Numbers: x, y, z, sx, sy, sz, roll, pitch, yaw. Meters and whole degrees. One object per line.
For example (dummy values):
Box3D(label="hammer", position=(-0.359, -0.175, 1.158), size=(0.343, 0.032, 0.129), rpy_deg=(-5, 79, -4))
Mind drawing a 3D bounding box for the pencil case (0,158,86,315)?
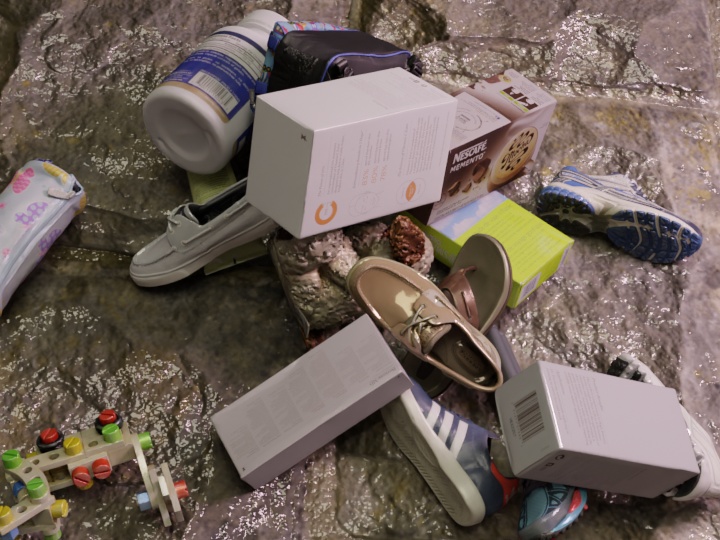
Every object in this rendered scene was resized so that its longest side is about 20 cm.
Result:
Box3D(label="pencil case", position=(-0.392, -0.033, 1.673), size=(0.091, 0.083, 0.200), rpy_deg=(10, 51, 30))

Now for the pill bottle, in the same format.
Box3D(label="pill bottle", position=(-0.154, -0.217, 1.748), size=(0.120, 0.120, 0.200), rpy_deg=(27, 52, 15))

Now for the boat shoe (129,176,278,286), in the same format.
Box3D(label="boat shoe", position=(-0.181, -0.048, 1.669), size=(0.200, 0.069, 0.072), rpy_deg=(-22, 37, 15))

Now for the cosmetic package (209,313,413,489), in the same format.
Box3D(label="cosmetic package", position=(-0.051, 0.138, 1.549), size=(0.200, 0.051, 0.083), rpy_deg=(-33, 58, 3))

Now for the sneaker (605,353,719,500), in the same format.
Box3D(label="sneaker", position=(0.328, 0.172, 1.597), size=(0.081, 0.075, 0.200), rpy_deg=(14, 34, -37))

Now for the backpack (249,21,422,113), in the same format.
Box3D(label="backpack", position=(-0.042, -0.171, 1.694), size=(0.134, 0.200, 0.183), rpy_deg=(29, 25, 29))

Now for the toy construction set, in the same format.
Box3D(label="toy construction set", position=(-0.276, 0.212, 1.495), size=(0.200, 0.092, 0.131), rpy_deg=(-4, 29, -17))

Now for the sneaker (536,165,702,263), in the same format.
Box3D(label="sneaker", position=(0.318, -0.079, 1.773), size=(0.200, 0.077, 0.085), rpy_deg=(21, 50, 10))

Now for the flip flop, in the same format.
Box3D(label="flip flop", position=(0.099, 0.048, 1.626), size=(0.081, 0.058, 0.200), rpy_deg=(27, 82, 35))

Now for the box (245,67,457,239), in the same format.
Box3D(label="box", position=(-0.009, -0.127, 1.558), size=(0.200, 0.125, 0.097), rpy_deg=(-17, 38, -38))

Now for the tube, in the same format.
Box3D(label="tube", position=(-0.171, -0.087, 1.757), size=(0.052, 0.058, 0.200), rpy_deg=(10, 47, -39))

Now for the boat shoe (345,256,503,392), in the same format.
Box3D(label="boat shoe", position=(0.071, 0.058, 1.560), size=(0.200, 0.065, 0.072), rpy_deg=(40, 95, -11))

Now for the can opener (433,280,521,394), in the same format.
Box3D(label="can opener", position=(0.138, 0.089, 1.655), size=(0.066, 0.053, 0.200), rpy_deg=(-35, 55, 13))

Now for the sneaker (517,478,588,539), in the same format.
Box3D(label="sneaker", position=(0.180, 0.197, 1.517), size=(0.096, 0.079, 0.200), rpy_deg=(43, 36, -16))

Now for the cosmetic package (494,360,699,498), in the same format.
Box3D(label="cosmetic package", position=(0.238, 0.162, 1.482), size=(0.200, 0.074, 0.102), rpy_deg=(16, 51, -35))

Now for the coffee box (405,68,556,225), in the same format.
Box3D(label="coffee box", position=(0.125, -0.146, 1.720), size=(0.080, 0.113, 0.200), rpy_deg=(39, 44, 25))

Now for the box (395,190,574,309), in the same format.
Box3D(label="box", position=(0.134, -0.048, 1.737), size=(0.200, 0.048, 0.122), rpy_deg=(34, 45, 20))

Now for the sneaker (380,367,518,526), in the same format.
Box3D(label="sneaker", position=(0.094, 0.174, 1.571), size=(0.084, 0.075, 0.200), rpy_deg=(-22, 64, -25))

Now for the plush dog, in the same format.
Box3D(label="plush dog", position=(0.000, 0.000, 1.648), size=(0.172, 0.200, 0.161), rpy_deg=(-19, 90, -7))
